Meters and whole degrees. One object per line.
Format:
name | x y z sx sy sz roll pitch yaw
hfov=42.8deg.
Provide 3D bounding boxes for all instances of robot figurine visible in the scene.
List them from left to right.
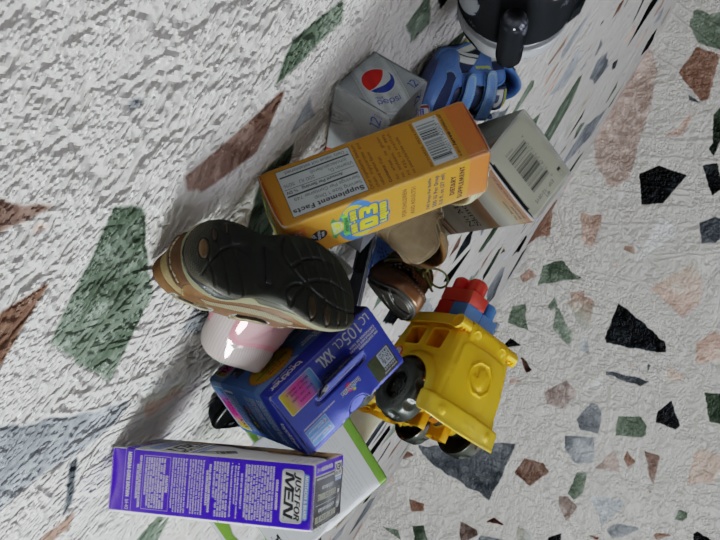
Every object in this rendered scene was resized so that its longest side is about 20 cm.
robot figurine | 0.155 -0.296 0.904 0.150 0.125 0.200 -42 162 -14

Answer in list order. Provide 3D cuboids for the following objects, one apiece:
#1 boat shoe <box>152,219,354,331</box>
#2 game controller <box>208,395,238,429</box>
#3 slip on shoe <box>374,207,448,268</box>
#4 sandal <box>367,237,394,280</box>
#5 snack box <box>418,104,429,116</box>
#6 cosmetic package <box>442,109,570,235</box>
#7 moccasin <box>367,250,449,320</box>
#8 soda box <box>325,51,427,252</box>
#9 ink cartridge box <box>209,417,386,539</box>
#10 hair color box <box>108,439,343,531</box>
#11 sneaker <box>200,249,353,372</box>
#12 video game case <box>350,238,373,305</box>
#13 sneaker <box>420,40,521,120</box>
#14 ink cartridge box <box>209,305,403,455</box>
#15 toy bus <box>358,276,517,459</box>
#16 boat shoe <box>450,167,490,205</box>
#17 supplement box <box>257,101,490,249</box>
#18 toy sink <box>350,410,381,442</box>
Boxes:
boat shoe | -0.085 0.008 0.760 0.199 0.073 0.077 23 59 -48
game controller | -0.117 0.144 1.096 0.105 0.042 0.200 -57 165 1
slip on shoe | 0.056 -0.040 0.947 0.075 0.061 0.200 -30 170 2
sandal | 0.049 -0.028 1.209 0.087 0.079 0.201 -54 164 -18
snack box | 0.052 -0.108 1.003 0.200 0.024 0.073 114 -29 -76
cosmetic package | 0.144 -0.112 1.117 0.087 0.104 0.199 -49 -163 -20
moccasin | 0.055 0.009 1.075 0.078 0.074 0.201 -41 -179 4
soda box | 0.005 -0.112 0.910 0.068 0.063 0.201 -49 164 -33
ink cartridge box | -0.091 0.245 1.082 0.199 0.149 0.076 -37 -166 -20
hair color box | -0.124 0.200 0.873 0.109 0.197 0.066 28 67 -76
sneaker | -0.086 0.034 0.903 0.200 0.075 0.105 -23 145 -61
video game case | 0.000 0.000 1.065 0.144 0.019 0.202 100 2 -58
sneaker | 0.122 -0.212 1.055 0.200 0.082 0.074 -38 158 -49
ink cartridge box | -0.051 0.102 0.917 0.136 0.077 0.199 -43 -159 -23
toy bus | 0.082 0.101 1.077 0.199 0.135 0.194 1 -117 55
boat shoe | 0.103 -0.119 0.957 0.200 0.064 0.073 -120 -157 -70
supplement box | 0.013 -0.078 0.815 0.197 0.069 0.067 -19 151 -7
toy sink | -0.024 0.163 1.224 0.201 0.111 0.130 -57 -170 -2
